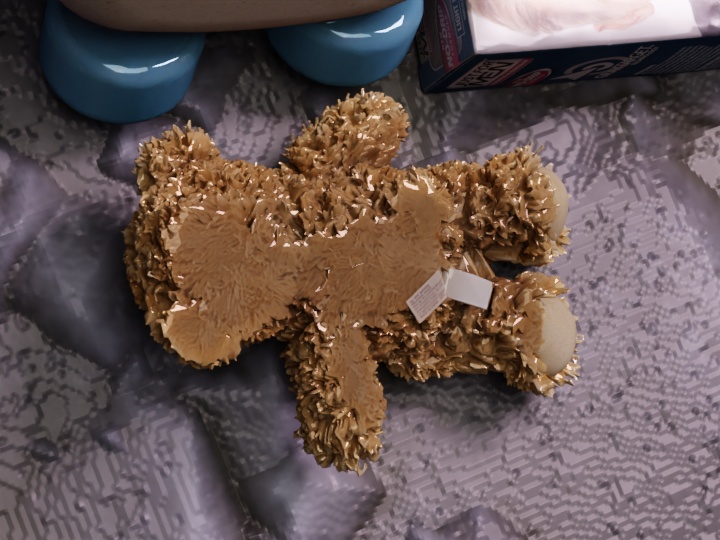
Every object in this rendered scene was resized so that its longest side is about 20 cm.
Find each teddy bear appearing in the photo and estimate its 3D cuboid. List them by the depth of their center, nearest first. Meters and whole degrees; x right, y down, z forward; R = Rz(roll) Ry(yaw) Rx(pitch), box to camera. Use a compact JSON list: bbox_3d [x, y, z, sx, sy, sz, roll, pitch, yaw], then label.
[{"bbox_3d":[0.000,0.000,0.822,0.200,0.067,0.145,-18,96,-28],"label":"teddy bear"}]

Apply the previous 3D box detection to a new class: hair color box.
[{"bbox_3d":[0.119,-0.135,0.884,0.200,0.061,0.100,-7,82,-20],"label":"hair color box"}]

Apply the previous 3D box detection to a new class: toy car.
[{"bbox_3d":[-0.054,-0.191,0.788,0.177,0.184,0.200,-11,64,-21],"label":"toy car"}]
